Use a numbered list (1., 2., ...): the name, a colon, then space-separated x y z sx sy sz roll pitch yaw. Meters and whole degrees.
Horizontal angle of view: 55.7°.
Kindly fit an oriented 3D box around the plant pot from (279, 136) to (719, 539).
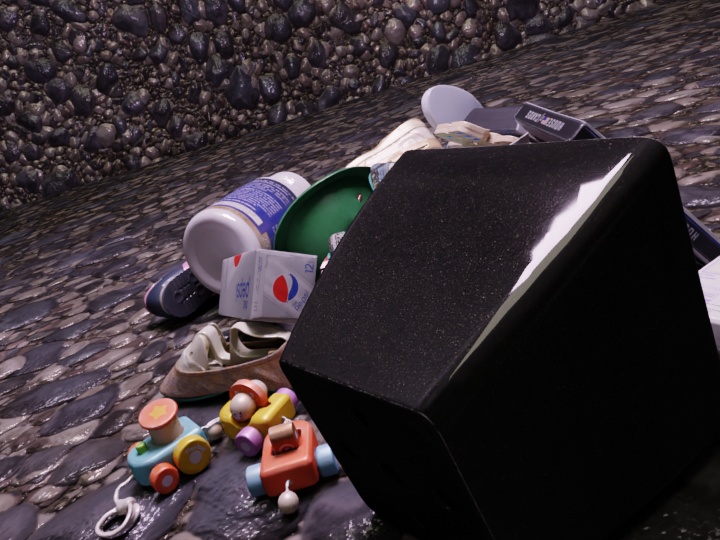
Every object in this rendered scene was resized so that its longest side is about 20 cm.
1. plant pot: 0.072 0.057 0.410 0.177 0.202 0.198 -42 29 -28

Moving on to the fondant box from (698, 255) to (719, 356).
1. fondant box: 0.324 0.019 0.472 0.198 0.059 0.144 -28 22 -24

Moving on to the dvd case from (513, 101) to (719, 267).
1. dvd case: 0.240 -0.078 0.628 0.025 0.199 0.151 -50 16 12

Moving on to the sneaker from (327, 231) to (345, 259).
1. sneaker: -0.008 0.005 0.705 0.078 0.091 0.200 -48 -4 33

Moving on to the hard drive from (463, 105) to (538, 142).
1. hard drive: 0.238 -0.162 0.885 0.197 0.043 0.134 17 2 -30

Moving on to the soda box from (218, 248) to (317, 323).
1. soda box: -0.104 0.019 0.727 0.062 0.070 0.200 6 -4 -20

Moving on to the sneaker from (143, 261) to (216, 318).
1. sneaker: -0.222 0.004 0.967 0.081 0.071 0.199 -9 16 41

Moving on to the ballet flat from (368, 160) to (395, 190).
1. ballet flat: 0.053 -0.079 0.746 0.073 0.075 0.201 -16 34 5

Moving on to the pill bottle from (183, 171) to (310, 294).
1. pill bottle: -0.139 -0.059 0.923 0.114 0.118 0.200 -7 22 27

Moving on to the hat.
1. hat: 0.000 0.000 0.815 0.199 0.167 0.176 -35 57 -10

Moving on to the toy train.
1. toy train: -0.116 0.137 0.542 0.196 0.056 0.151 -15 20 7

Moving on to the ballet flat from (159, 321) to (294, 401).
1. ballet flat: -0.125 0.084 0.673 0.197 0.068 0.068 -9 22 23

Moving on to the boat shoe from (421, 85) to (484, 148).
1. boat shoe: 0.157 -0.196 0.977 0.199 0.076 0.086 20 -9 -25

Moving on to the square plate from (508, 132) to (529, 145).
1. square plate: 0.095 -0.032 0.679 0.198 0.028 0.201 -38 -16 -54

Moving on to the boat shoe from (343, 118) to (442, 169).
1. boat shoe: 0.029 -0.121 0.925 0.200 0.074 0.069 -43 59 -3

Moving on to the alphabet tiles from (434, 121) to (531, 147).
1. alphabet tiles: 0.193 -0.144 0.844 0.197 0.015 0.196 18 4 -15
